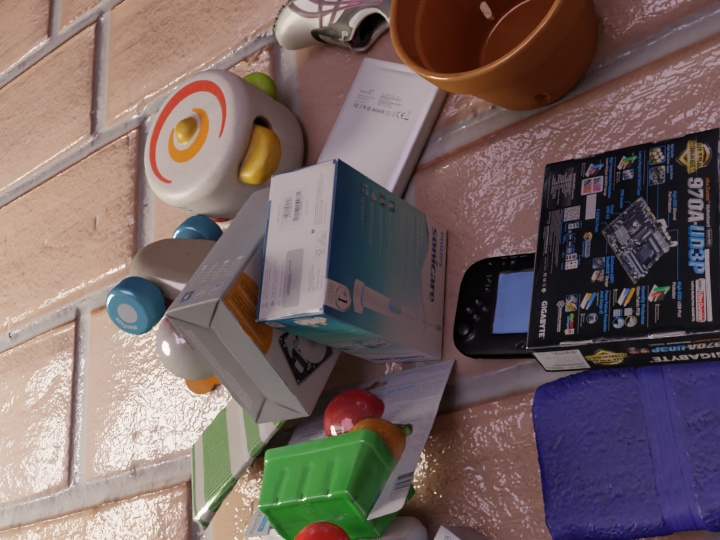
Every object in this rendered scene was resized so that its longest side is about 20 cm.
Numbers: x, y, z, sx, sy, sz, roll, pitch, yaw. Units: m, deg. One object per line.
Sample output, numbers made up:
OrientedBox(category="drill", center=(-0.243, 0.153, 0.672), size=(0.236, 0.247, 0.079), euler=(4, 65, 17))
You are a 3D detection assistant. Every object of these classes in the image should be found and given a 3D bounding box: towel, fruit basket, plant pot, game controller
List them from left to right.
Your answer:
OrientedBox(category="towel", center=(-0.126, 0.173, 0.905), size=(0.200, 0.023, 0.153), euler=(-51, 22, 10))
OrientedBox(category="fruit basket", center=(-0.005, 0.174, 0.788), size=(0.184, 0.094, 0.200), euler=(-19, 19, 30))
OrientedBox(category="plant pot", center=(0.148, -0.252, 0.811), size=(0.199, 0.140, 0.201), euler=(-14, 65, 33))
OrientedBox(category="game controller", center=(0.178, 0.031, 0.749), size=(0.199, 0.042, 0.105), euler=(-6, 71, 36))
OrientedBox(category="towel", center=(0.242, 0.143, 0.658), size=(0.199, 0.049, 0.149), euler=(-20, 55, 32))

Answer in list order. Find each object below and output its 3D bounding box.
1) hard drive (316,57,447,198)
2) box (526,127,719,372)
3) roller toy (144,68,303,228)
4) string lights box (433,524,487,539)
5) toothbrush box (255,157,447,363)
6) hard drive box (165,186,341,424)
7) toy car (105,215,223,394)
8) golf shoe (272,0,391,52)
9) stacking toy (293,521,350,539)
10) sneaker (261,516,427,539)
OrientedBox(category="hard drive", center=(0.014, -0.146, 0.950), size=(0.131, 0.026, 0.201), euler=(23, 89, 41))
OrientedBox(category="box", center=(0.230, -0.017, 0.688), size=(0.158, 0.046, 0.201), euler=(-10, 53, 33))
OrientedBox(category="roller toy", center=(-0.177, -0.152, 1.026), size=(0.182, 0.139, 0.201), euler=(-37, 55, 22))
OrientedBox(category="string lights box", center=(0.075, 0.339, 0.704), size=(0.103, 0.059, 0.201), euler=(29, 93, 40))
OrientedBox(category="toothbrush box", center=(0.000, 0.000, 0.794), size=(0.085, 0.200, 0.147), euler=(-9, 69, 36))
OrientedBox(category="hard drive box", center=(-0.083, 0.027, 0.824), size=(0.076, 0.156, 0.200), euler=(-15, 32, 33))
OrientedBox(category="toy car", center=(-0.181, 0.068, 0.968), size=(0.176, 0.185, 0.201), euler=(10, 123, 13))
OrientedBox(category="golf shoe", center=(-0.031, -0.314, 1.017), size=(0.199, 0.077, 0.089), euler=(-18, 71, 33))
OrientedBox(category="stacking toy", center=(-0.023, 0.312, 0.668), size=(0.085, 0.085, 0.201), euler=(-12, 81, 34))
OrientedBox(category="sneaker", center=(-0.024, 0.262, 0.805), size=(0.199, 0.076, 0.081), euler=(-21, 52, 29))
